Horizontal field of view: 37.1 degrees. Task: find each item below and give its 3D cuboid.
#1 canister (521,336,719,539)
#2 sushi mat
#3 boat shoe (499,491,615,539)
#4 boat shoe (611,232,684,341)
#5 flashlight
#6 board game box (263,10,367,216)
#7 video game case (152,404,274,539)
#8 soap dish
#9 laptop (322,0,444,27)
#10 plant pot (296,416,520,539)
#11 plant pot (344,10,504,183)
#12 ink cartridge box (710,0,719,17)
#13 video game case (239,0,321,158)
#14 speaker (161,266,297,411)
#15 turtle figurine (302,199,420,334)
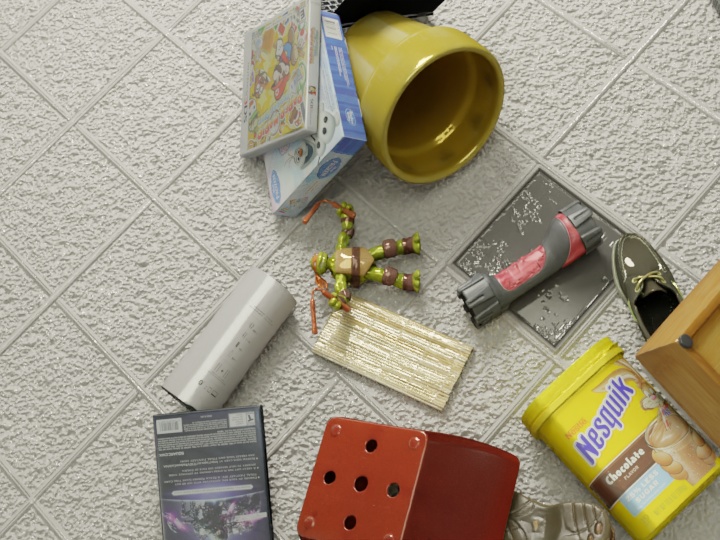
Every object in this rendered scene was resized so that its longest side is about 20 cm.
[{"bbox_3d":[0.310,0.201,1.265,0.148,0.087,0.200,-40,68,-7],"label":"canister"},{"bbox_3d":[0.040,0.102,1.398,0.197,0.012,0.097,23,74,19],"label":"sushi mat"},{"bbox_3d":[0.200,0.304,1.250,0.197,0.068,0.073,1,56,31],"label":"boat shoe"},{"bbox_3d":[0.367,0.037,1.335,0.071,0.060,0.205,-17,65,3],"label":"boat shoe"},{"bbox_3d":[0.215,-0.010,1.381,0.198,0.068,0.068,-32,66,-4],"label":"flashlight"},{"bbox_3d":[-0.073,-0.210,1.464,0.043,0.199,0.203,6,61,-33],"label":"board game box"},{"bbox_3d":[-0.182,0.275,1.331,0.140,0.019,0.204,-6,87,9],"label":"video game case"},{"bbox_3d":[0.434,0.090,1.244,0.158,0.081,0.200,46,62,6],"label":"soap dish"},{"bbox_3d":[0.023,-0.411,1.506,0.185,0.117,0.201,-13,50,-26],"label":"laptop"},{"bbox_3d":[0.040,0.266,1.210,0.197,0.176,0.203,4,67,34],"label":"plant pot"},{"bbox_3d":[0.063,-0.253,1.454,0.200,0.202,0.189,-37,51,-6],"label":"plant pot"},{"bbox_3d":[0.577,-0.434,1.505,0.197,0.057,0.165,-17,65,-6],"label":"ink cartridge box"},{"bbox_3d":[-0.113,-0.261,1.473,0.023,0.199,0.186,5,82,-32],"label":"video game case"},{"bbox_3d":[-0.170,0.095,1.405,0.081,0.081,0.201,31,77,21],"label":"speaker"},{"bbox_3d":[0.000,0.000,1.421,0.158,0.065,0.203,1,59,3],"label":"turtle figurine"}]
